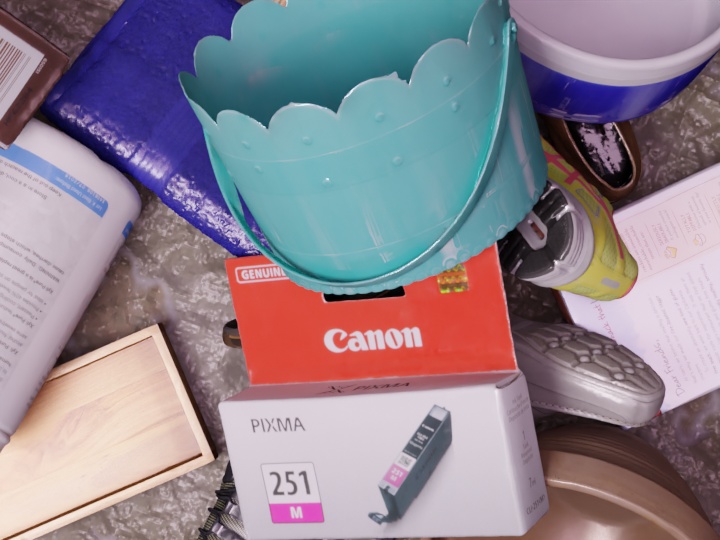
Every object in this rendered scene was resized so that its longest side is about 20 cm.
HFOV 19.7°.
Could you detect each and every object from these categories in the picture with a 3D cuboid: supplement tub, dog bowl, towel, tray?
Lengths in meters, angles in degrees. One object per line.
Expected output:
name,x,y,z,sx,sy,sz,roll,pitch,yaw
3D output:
supplement tub,-0.239,0.008,1.318,0.132,0.132,0.200,29,78,0
dog bowl,0.146,-0.197,1.316,0.199,0.079,0.201,5,66,-12
towel,-0.091,-0.097,1.356,0.200,0.050,0.148,36,67,2
tray,-0.206,0.119,1.382,0.199,0.037,0.099,-23,90,0

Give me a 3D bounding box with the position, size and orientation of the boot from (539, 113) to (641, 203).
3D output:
boot,0.130,-0.138,1.359,0.073,0.075,0.200,-29,89,2

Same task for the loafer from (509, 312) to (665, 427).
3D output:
loafer,0.105,0.068,1.334,0.200,0.070,0.070,19,113,37

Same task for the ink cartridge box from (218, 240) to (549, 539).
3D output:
ink cartridge box,0.005,0.074,1.257,0.199,0.044,0.174,-5,103,31

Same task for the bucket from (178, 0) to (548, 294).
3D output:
bucket,0.008,-0.089,1.229,0.207,0.207,0.135,-24,117,1

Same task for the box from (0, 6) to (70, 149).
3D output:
box,-0.273,-0.156,1.291,0.100,0.200,0.075,34,92,-38

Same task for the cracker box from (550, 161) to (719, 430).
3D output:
cracker box,0.231,0.004,1.367,0.200,0.058,0.134,-24,89,0

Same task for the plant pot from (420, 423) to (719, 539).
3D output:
plant pot,0.147,0.165,1.332,0.200,0.201,0.093,26,49,0

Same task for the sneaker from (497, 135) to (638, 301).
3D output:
sneaker,0.115,-0.039,1.321,0.090,0.200,0.078,25,113,-30

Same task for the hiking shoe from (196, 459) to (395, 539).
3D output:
hiking shoe,-0.079,0.176,1.371,0.199,0.076,0.101,-22,81,-8

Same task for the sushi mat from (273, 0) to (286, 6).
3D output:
sushi mat,0.023,-0.235,1.388,0.096,0.012,0.200,36,91,-2

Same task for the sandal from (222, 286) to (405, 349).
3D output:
sandal,0.000,0.000,1.356,0.199,0.082,0.055,-22,96,-1
